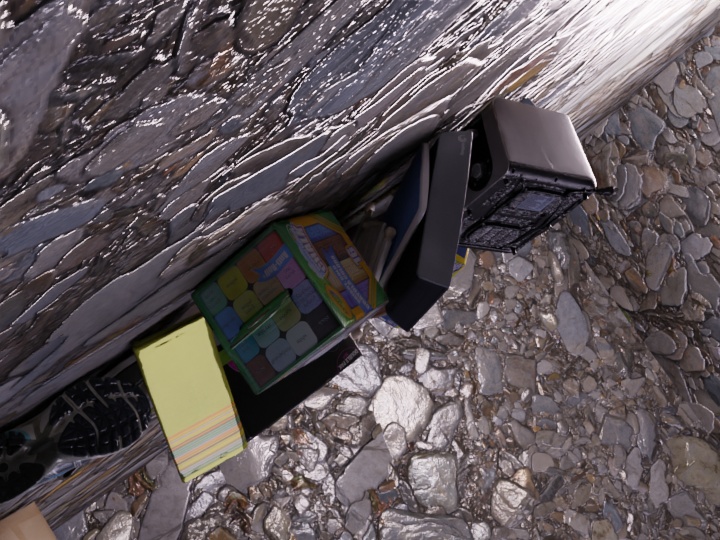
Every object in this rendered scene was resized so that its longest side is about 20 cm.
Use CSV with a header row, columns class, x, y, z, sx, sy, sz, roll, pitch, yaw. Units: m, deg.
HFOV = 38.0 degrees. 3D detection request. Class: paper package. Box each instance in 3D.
class,x,y,z,sx,sy,sz,roll,pitch,yaw
paper package,-0.613,0.490,1.693,0.189,0.104,0.200,-36,177,15

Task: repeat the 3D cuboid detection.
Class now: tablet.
class,x,y,z,sx,sy,sz,roll,pitch,yaw
tablet,0.035,-0.035,1.191,0.131,0.013,0.202,-85,-162,-50

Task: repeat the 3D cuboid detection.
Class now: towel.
class,x,y,z,sx,sy,sz,roll,pitch,yaw
towel,-0.180,0.138,1.117,0.085,0.018,0.203,-27,130,-20

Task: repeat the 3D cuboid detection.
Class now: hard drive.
class,x,y,z,sx,sy,sz,roll,pitch,yaw
hard drive,0.074,-0.048,1.163,0.135,0.042,0.203,127,-23,-58

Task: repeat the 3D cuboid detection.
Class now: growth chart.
class,x,y,z,sx,sy,sz,roll,pitch,yaw
growth chart,0.000,0.000,1.222,0.200,0.017,0.147,-127,-124,-77

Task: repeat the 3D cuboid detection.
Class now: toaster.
class,x,y,z,sx,sy,sz,roll,pitch,yaw
toaster,0.185,-0.112,1.327,0.197,0.121,0.180,5,149,-36

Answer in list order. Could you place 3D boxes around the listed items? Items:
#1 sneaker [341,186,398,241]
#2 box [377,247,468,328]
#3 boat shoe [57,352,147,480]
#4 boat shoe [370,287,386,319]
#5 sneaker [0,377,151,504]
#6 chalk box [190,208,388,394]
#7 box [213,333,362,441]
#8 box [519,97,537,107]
class,x,y,z,sx,sy,sz,roll,pitch,yaw
sneaker,0.021,-0.033,1.353,0.199,0.091,0.075,-36,176,-15
box,0.078,0.002,1.494,0.200,0.069,0.065,-47,-162,50
boat shoe,-0.267,0.147,1.123,0.201,0.061,0.072,-38,173,11
boat shoe,-0.029,0.032,1.400,0.196,0.077,0.072,-10,176,24
sneaker,-0.305,0.168,1.043,0.198,0.079,0.086,-22,175,-32
chalk box,-0.076,0.030,1.045,0.124,0.125,0.200,-36,175,19
box,-0.128,0.112,1.292,0.199,0.150,0.124,-33,177,-38
box,0.203,-0.146,1.536,0.199,0.106,0.184,-38,175,14
